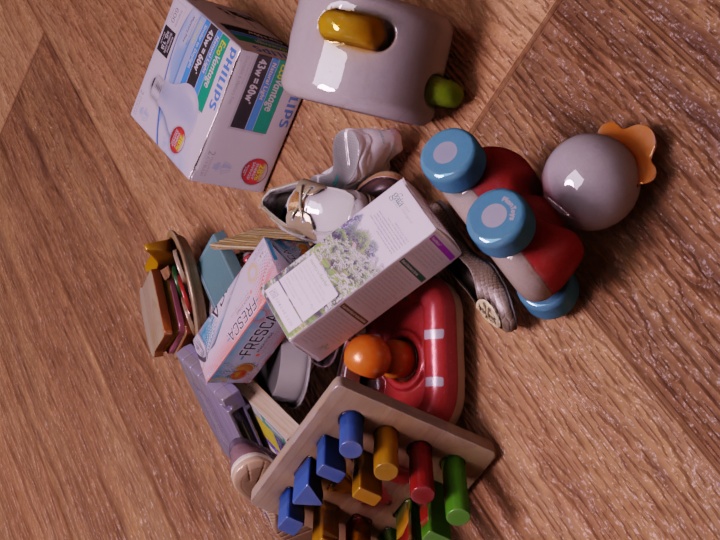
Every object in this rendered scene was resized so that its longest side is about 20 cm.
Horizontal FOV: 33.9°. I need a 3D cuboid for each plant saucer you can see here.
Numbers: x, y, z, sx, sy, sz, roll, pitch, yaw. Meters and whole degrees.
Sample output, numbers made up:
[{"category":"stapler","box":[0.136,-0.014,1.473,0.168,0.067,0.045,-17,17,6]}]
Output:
[{"category":"plant saucer","box":[-0.175,0.027,1.550,0.070,0.019,0.200,-58,38,23]}]

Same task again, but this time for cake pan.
[{"category":"cake pan","box":[-0.102,0.074,1.490,0.200,0.037,0.200,180,90,-73]}]

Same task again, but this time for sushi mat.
[{"category":"sushi mat","box":[-0.101,-0.039,1.521,0.200,0.096,0.012,4,110,49]}]

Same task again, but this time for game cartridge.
[{"category":"game cartridge","box":[-0.168,0.194,1.529,0.130,0.038,0.200,42,157,46]}]

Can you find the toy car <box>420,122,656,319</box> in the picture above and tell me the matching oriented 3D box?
[{"category":"toy car","box":[0.196,-0.085,1.168,0.200,0.184,0.177,-37,54,6]}]

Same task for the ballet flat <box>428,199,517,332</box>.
[{"category":"ballet flat","box":[0.110,-0.003,1.294,0.067,0.046,0.200,87,158,-49]}]

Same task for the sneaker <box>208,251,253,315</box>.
[{"category":"sneaker","box":[-0.168,0.071,1.606,0.082,0.078,0.200,13,88,55]}]

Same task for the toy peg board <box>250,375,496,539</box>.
[{"category":"toy peg board","box":[0.013,0.244,1.262,0.200,0.199,0.098,-55,20,29]}]

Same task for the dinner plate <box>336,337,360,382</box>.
[{"category":"dinner plate","box":[-0.024,0.171,1.391,0.200,0.024,0.200,-167,90,-88]}]

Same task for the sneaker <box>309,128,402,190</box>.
[{"category":"sneaker","box":[-0.007,-0.109,1.444,0.070,0.080,0.200,68,152,16]}]

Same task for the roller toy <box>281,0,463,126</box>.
[{"category":"roller toy","box":[0.007,-0.250,1.348,0.182,0.200,0.140,22,101,53]}]

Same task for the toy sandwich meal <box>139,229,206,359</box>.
[{"category":"toy sandwich meal","box":[-0.270,0.039,1.672,0.205,0.070,0.205,168,90,-74]}]

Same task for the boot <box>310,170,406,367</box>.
[{"category":"boot","box":[0.000,0.000,1.370,0.166,0.072,0.200,-80,14,-47]}]

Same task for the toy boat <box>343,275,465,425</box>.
[{"category":"toy boat","box":[0.036,0.101,1.318,0.130,0.131,0.200,-10,78,47]}]

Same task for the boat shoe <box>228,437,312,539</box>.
[{"category":"boat shoe","box":[-0.096,0.265,1.426,0.072,0.200,0.065,-33,43,7]}]

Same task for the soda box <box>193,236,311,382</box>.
[{"category":"soda box","box":[-0.122,0.050,1.390,0.200,0.064,0.068,-52,48,36]}]

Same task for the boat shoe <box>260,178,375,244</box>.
[{"category":"boat shoe","box":[-0.054,-0.066,1.369,0.200,0.068,0.075,-1,67,61]}]

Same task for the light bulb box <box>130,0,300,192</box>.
[{"category":"light bulb box","box":[-0.194,-0.243,1.623,0.200,0.125,0.198,44,118,43]}]

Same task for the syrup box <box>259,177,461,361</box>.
[{"category":"syrup box","box":[0.001,0.001,1.271,0.200,0.081,0.079,-37,58,7]}]

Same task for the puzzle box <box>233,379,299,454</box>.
[{"category":"puzzle box","box":[-0.122,0.193,1.505,0.200,0.025,0.133,39,155,41]}]
